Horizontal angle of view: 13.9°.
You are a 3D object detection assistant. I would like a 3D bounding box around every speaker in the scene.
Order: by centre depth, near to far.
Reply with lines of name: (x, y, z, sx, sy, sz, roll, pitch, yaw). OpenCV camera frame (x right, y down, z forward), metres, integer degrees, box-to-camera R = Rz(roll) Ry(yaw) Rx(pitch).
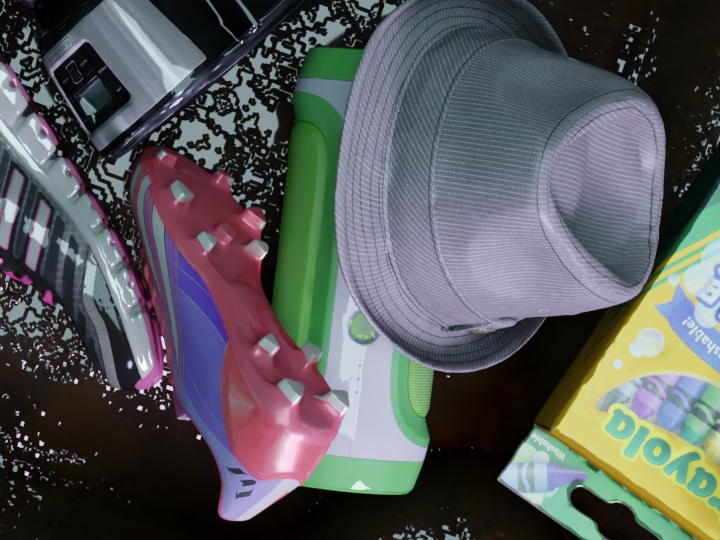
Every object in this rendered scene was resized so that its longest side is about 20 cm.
speaker: (0.000, 0.000, 1.381, 0.088, 0.088, 0.201, 7, 91, -7)

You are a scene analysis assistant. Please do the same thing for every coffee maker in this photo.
coffee maker: (-0.107, -0.181, 1.339, 0.192, 0.135, 0.200, -44, 98, -9)

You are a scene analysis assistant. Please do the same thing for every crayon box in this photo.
crayon box: (0.174, 0.054, 1.422, 0.125, 0.052, 0.201, 34, 88, -6)

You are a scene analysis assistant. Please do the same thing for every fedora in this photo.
fedora: (0.078, -0.038, 1.333, 0.090, 0.200, 0.178, 7, 81, 31)

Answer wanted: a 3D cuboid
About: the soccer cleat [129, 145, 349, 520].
soccer cleat: (-0.070, 0.023, 1.345, 0.066, 0.200, 0.077, 18, 121, -43)

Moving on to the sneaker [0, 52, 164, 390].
sneaker: (-0.166, -0.021, 1.370, 0.087, 0.074, 0.201, -33, 92, -2)
